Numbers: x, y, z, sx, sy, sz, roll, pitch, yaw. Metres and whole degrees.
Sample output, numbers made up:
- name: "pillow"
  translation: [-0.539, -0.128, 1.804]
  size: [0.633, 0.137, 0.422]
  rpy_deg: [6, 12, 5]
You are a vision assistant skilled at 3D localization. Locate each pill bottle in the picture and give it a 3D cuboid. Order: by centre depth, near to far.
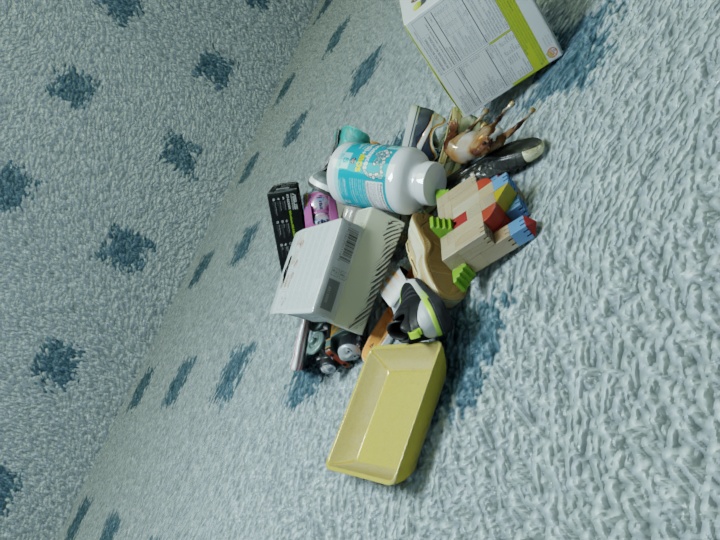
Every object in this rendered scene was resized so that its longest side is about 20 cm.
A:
- name: "pill bottle"
  translation: [0.046, -0.156, 1.179]
  size: [0.198, 0.111, 0.112]
  rpy_deg: [12, 70, 38]

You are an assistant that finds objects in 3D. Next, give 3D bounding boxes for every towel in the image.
- name: "towel"
  translation: [-0.114, 0.118, 1.340]
  size: [0.200, 0.029, 0.149]
  rpy_deg: [114, 165, -83]

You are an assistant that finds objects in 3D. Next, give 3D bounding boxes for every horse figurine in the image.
- name: "horse figurine"
  translation: [0.190, -0.216, 1.125]
  size: [0.133, 0.050, 0.199]
  rpy_deg: [-47, 21, -18]

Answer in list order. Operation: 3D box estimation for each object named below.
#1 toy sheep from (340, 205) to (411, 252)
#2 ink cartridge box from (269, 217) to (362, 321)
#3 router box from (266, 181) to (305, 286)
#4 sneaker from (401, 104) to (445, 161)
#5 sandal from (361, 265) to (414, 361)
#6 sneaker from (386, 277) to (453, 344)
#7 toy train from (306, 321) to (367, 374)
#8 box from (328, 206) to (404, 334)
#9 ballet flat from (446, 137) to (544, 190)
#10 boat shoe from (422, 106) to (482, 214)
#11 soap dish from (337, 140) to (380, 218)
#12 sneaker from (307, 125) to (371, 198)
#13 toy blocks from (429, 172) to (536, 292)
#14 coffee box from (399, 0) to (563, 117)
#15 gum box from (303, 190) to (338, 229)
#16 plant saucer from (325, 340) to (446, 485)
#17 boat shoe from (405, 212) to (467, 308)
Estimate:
- name: "toy sheep"
  translation: [0.032, -0.090, 1.299]
  size: [0.139, 0.137, 0.200]
  rpy_deg: [-59, 29, 0]
- name: "ink cartridge box"
  translation: [-0.080, 0.005, 1.181]
  size: [0.199, 0.047, 0.163]
  rpy_deg: [-10, 61, 63]
- name: "router box"
  translation: [-0.135, -0.068, 1.381]
  size: [0.150, 0.061, 0.204]
  rpy_deg: [-112, 13, -77]
- name: "sneaker"
  translation: [0.111, -0.218, 1.364]
  size: [0.079, 0.078, 0.202]
  rpy_deg: [-79, 3, -56]
- name: "sandal"
  translation: [0.048, 0.059, 1.162]
  size: [0.209, 0.059, 0.079]
  rpy_deg: [-58, 22, 3]
- name: "sneaker"
  translation: [0.070, 0.063, 1.026]
  size: [0.082, 0.073, 0.200]
  rpy_deg: [-26, 7, -5]
- name: "toy train"
  translation: [-0.033, 0.092, 1.277]
  size: [0.113, 0.085, 0.202]
  rpy_deg: [-33, 33, 31]
- name: "box"
  translation: [0.000, 0.000, 1.169]
  size: [0.203, 0.067, 0.082]
  rpy_deg: [-69, 15, -5]
- name: "ballet flat"
  translation: [0.215, -0.159, 1.111]
  size: [0.199, 0.057, 0.066]
  rpy_deg: [-22, 14, 49]
- name: "boat shoe"
  translation: [0.149, -0.193, 1.229]
  size: [0.203, 0.062, 0.073]
  rpy_deg: [-62, 1, -10]
- name: "soap dish"
  translation: [0.001, -0.172, 1.471]
  size: [0.157, 0.080, 0.203]
  rpy_deg: [-143, 68, -68]
- name: "sneaker"
  translation: [-0.031, -0.207, 1.302]
  size: [0.200, 0.083, 0.122]
  rpy_deg: [-57, -9, -71]
- name: "toy blocks"
  translation: [0.184, -0.082, 1.026]
  size: [0.136, 0.100, 0.202]
  rpy_deg: [-33, 32, 26]
- name: "coffee box"
  translation: [0.199, -0.432, 1.206]
  size: [0.196, 0.200, 0.201]
  rpy_deg: [-31, 31, 21]
- name: "gum box"
  translation: [-0.066, -0.049, 1.360]
  size: [0.115, 0.065, 0.202]
  rpy_deg: [-100, 2, -45]
- name: "plant saucer"
  translation: [0.045, 0.206, 1.001]
  size: [0.199, 0.048, 0.203]
  rpy_deg: [-15, 49, 60]
- name: "boat shoe"
  translation: [0.116, -0.006, 1.098]
  size: [0.202, 0.072, 0.070]
  rpy_deg: [-101, 23, -48]
